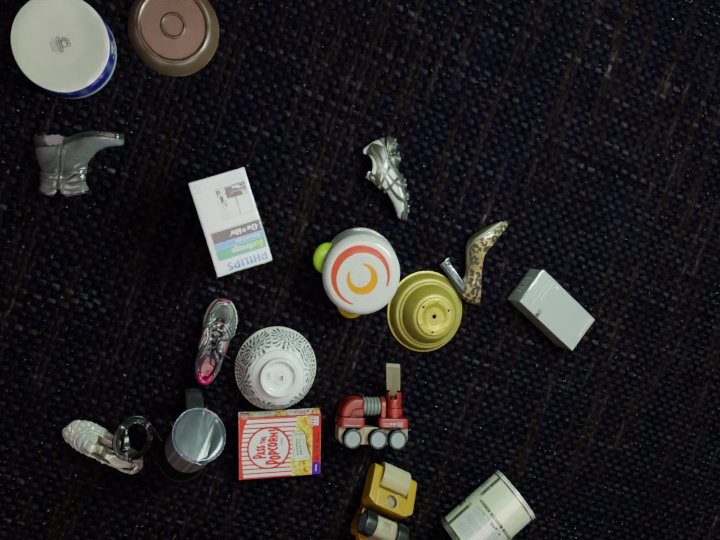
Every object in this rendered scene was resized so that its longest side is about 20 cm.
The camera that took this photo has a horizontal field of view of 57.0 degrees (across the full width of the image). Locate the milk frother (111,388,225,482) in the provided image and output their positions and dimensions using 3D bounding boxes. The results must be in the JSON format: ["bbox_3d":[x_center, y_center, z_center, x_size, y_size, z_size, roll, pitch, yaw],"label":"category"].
[{"bbox_3d":[-0.422,0.371,1.451,0.197,0.188,0.183,-16,71,-34],"label":"milk frother"}]

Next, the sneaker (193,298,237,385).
[{"bbox_3d":[-0.331,0.165,1.526,0.079,0.075,0.204,12,93,-13],"label":"sneaker"}]

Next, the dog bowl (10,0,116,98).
[{"bbox_3d":[-0.621,-0.469,1.394,0.196,0.079,0.205,-1,97,-12],"label":"dog bowl"}]

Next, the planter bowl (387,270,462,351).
[{"bbox_3d":[0.170,0.107,1.624,0.196,0.083,0.205,-1,97,-12],"label":"planter bowl"}]

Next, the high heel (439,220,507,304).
[{"bbox_3d":[0.311,-0.018,1.644,0.199,0.071,0.143,-37,98,8],"label":"high heel"}]

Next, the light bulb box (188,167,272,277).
[{"bbox_3d":[-0.280,-0.107,1.445,0.123,0.198,0.204,-17,98,-8],"label":"light bulb box"}]

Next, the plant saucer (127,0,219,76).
[{"bbox_3d":[-0.411,-0.534,1.457,0.196,0.034,0.205,-2,97,-12],"label":"plant saucer"}]

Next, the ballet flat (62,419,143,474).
[{"bbox_3d":[-0.582,0.402,1.501,0.198,0.072,0.073,31,89,-13],"label":"ballet flat"}]

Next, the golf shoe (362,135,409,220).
[{"bbox_3d":[0.063,-0.213,1.582,0.093,0.078,0.204,-14,97,7],"label":"golf shoe"}]

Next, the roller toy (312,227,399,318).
[{"bbox_3d":[0.000,0.000,1.547,0.180,0.140,0.203,-26,103,3],"label":"roller toy"}]

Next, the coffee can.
[{"bbox_3d":[0.321,0.630,1.679,0.199,0.146,0.147,-38,102,-6],"label":"coffee can"}]

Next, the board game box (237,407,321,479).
[{"bbox_3d":[-0.195,0.414,1.591,0.196,0.046,0.155,-1,101,-12],"label":"board game box"}]

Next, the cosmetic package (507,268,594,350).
[{"bbox_3d":[0.485,0.099,1.691,0.199,0.090,0.107,39,84,-10],"label":"cosmetic package"}]

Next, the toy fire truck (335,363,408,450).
[{"bbox_3d":[0.034,0.325,1.607,0.172,0.129,0.205,5,83,-12],"label":"toy fire truck"}]

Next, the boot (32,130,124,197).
[{"bbox_3d":[-0.601,-0.231,1.437,0.196,0.070,0.135,-6,100,0],"label":"boot"}]

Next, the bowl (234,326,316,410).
[{"bbox_3d":[-0.194,0.240,1.554,0.196,0.094,0.205,-1,95,-13],"label":"bowl"}]

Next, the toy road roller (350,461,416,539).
[{"bbox_3d":[0.046,0.594,1.646,0.121,0.146,0.203,27,53,-13],"label":"toy road roller"}]
